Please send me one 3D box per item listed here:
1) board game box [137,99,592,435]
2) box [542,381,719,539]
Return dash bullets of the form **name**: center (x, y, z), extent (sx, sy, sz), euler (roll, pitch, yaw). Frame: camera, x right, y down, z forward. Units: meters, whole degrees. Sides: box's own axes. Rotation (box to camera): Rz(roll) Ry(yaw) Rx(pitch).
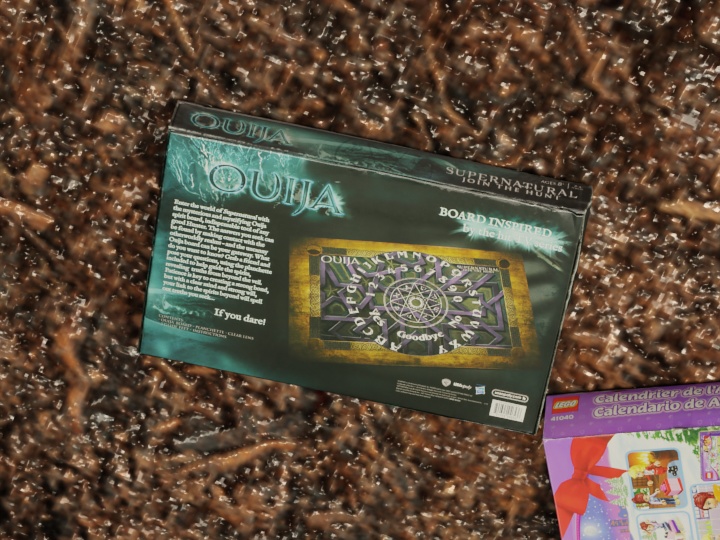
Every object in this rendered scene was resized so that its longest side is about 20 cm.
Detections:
- **board game box**: center (0.000, 0.000, 1.294), extent (0.200, 0.028, 0.135), euler (12, 125, 1)
- **box**: center (0.173, 0.146, 1.361), extent (0.137, 0.039, 0.200), euler (-5, 123, 11)
